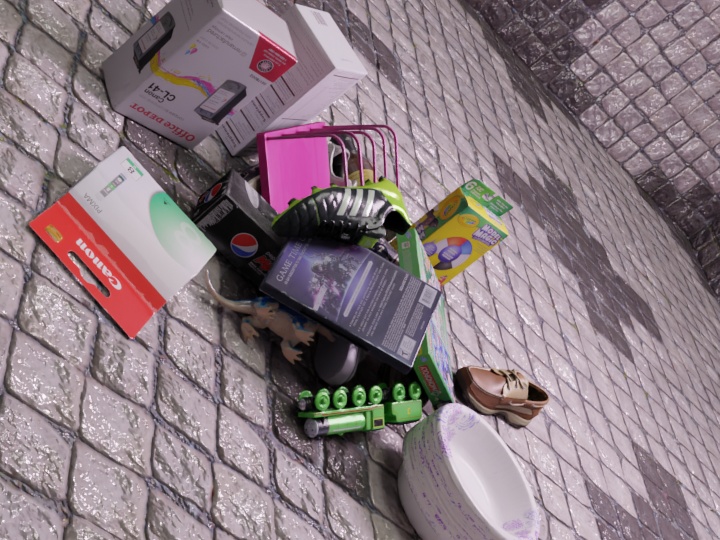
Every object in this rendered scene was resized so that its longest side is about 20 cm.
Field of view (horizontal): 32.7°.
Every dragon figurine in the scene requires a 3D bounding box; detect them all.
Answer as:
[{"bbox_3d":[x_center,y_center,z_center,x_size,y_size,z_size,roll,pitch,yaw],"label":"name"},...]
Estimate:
[{"bbox_3d":[-0.100,0.045,1.457,0.199,0.059,0.100,26,29,-11],"label":"dragon figurine"}]

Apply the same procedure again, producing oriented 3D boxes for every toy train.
[{"bbox_3d":[0.002,0.166,1.469,0.199,0.041,0.057,-1,89,-46],"label":"toy train"}]

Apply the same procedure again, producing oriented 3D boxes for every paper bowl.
[{"bbox_3d":[0.124,0.275,1.514,0.201,0.104,0.201,43,24,-24],"label":"paper bowl"}]

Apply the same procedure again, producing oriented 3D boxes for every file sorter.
[{"bbox_3d":[-0.036,-0.124,1.642,0.200,0.124,0.141,-27,115,-66],"label":"file sorter"}]

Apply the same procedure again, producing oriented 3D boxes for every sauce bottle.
[{"bbox_3d":[0.001,-0.131,1.927,0.065,0.065,0.201,25,35,-49],"label":"sauce bottle"}]

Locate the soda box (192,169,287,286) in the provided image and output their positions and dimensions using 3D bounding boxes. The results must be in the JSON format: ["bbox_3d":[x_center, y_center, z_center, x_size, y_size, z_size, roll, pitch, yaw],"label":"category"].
[{"bbox_3d":[-0.115,-0.026,1.523,0.200,0.063,0.071,45,23,-22],"label":"soda box"}]

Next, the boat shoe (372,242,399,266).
[{"bbox_3d":[0.000,0.000,1.599,0.092,0.075,0.200,34,12,3],"label":"boat shoe"}]

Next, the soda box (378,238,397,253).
[{"bbox_3d":[0.036,0.013,1.784,0.200,0.063,0.071,45,24,-18],"label":"soda box"}]

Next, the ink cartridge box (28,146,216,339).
[{"bbox_3d":[-0.249,-0.036,1.315,0.161,0.050,0.200,49,20,-10],"label":"ink cartridge box"}]

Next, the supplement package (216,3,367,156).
[{"bbox_3d":[-0.111,-0.261,1.715,0.110,0.199,0.114,57,22,10],"label":"supplement package"}]

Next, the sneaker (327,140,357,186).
[{"bbox_3d":[-0.061,-0.171,1.826,0.075,0.092,0.201,18,40,-55],"label":"sneaker"}]

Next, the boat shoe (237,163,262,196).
[{"bbox_3d":[-0.141,-0.105,1.645,0.062,0.073,0.200,13,20,19],"label":"boat shoe"}]

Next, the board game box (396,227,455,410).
[{"bbox_3d":[0.085,0.064,1.580,0.135,0.029,0.201,62,19,-47],"label":"board game box"}]

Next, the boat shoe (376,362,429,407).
[{"bbox_3d":[0.054,0.126,1.642,0.074,0.073,0.200,44,29,-13],"label":"boat shoe"}]

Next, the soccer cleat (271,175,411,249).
[{"bbox_3d":[-0.017,-0.062,1.479,0.199,0.068,0.082,-15,69,-40],"label":"soccer cleat"}]

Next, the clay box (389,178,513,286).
[{"bbox_3d":[0.138,-0.049,1.895,0.115,0.200,0.048,30,31,-42],"label":"clay box"}]

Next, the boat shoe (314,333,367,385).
[{"bbox_3d":[-0.013,0.084,1.567,0.065,0.073,0.201,38,27,-22],"label":"boat shoe"}]

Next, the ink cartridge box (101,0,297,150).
[{"bbox_3d":[-0.201,-0.261,1.538,0.147,0.199,0.086,26,34,-47],"label":"ink cartridge box"}]

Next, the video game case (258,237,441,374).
[{"bbox_3d":[-0.008,0.024,1.463,0.199,0.019,0.143,29,43,-2],"label":"video game case"}]

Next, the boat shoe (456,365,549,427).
[{"bbox_3d":[0.222,0.180,1.890,0.199,0.074,0.076,26,33,-48],"label":"boat shoe"}]
